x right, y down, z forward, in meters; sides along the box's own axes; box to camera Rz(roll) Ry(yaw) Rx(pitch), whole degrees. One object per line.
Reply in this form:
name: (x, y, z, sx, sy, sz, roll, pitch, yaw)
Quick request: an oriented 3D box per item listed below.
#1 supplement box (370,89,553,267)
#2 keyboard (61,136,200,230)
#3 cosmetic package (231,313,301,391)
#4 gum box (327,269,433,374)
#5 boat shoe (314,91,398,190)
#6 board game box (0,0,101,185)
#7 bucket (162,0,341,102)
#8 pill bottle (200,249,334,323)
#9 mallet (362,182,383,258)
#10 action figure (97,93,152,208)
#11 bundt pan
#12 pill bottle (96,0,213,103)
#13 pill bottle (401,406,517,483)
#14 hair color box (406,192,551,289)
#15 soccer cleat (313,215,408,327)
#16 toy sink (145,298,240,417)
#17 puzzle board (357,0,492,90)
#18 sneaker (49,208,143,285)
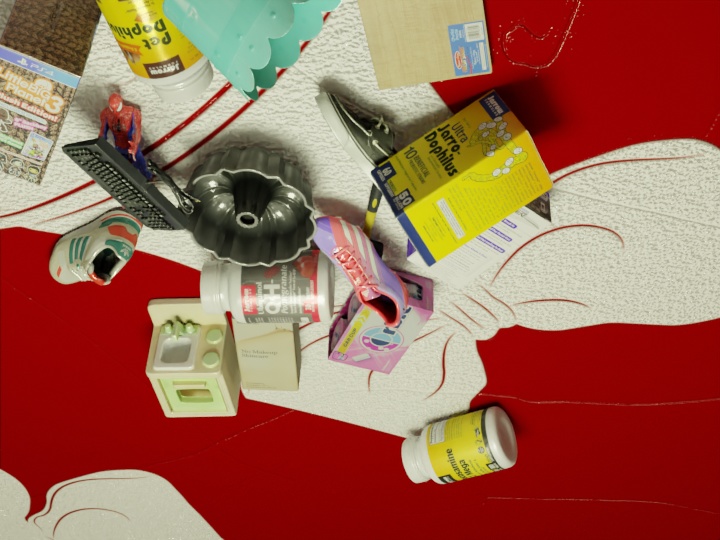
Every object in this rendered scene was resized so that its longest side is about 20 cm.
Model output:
supplement box: (0.132, -0.121, 1.394, 0.199, 0.109, 0.110, -33, 133, 5)
keyboard: (-0.296, -0.112, 1.421, 0.126, 0.021, 0.200, -6, 147, 30)
cosmetic package: (-0.154, 0.115, 1.769, 0.102, 0.074, 0.201, 1, 141, 3)
gum box: (0.033, 0.079, 1.717, 0.112, 0.067, 0.201, 15, 138, -15)
boat shoe: (0.014, -0.175, 1.427, 0.063, 0.071, 0.200, -36, 126, 10)
board game box: (-0.397, -0.238, 1.300, 0.096, 0.161, 0.200, 19, 137, -19)
bucket: (-0.109, -0.304, 1.159, 0.134, 0.208, 0.207, 40, 133, -3)
pill bottle: (-0.141, 0.025, 1.631, 0.197, 0.112, 0.111, -1, 140, 5)
mallet: (0.006, -0.085, 1.557, 0.065, 0.041, 0.202, 5, 135, 1)
action figure: (-0.323, -0.146, 1.456, 0.064, 0.100, 0.202, 1, 137, 2)
bundt pan: (-0.155, -0.099, 1.511, 0.199, 0.076, 0.203, 4, 140, 3)
pill bottle: (-0.242, -0.299, 1.256, 0.108, 0.110, 0.201, -7, 139, 12)
pill bottle: (0.181, 0.330, 1.969, 0.198, 0.114, 0.113, -20, 135, 25)
hair color box: (0.170, -0.064, 1.545, 0.109, 0.065, 0.199, 29, 135, -27)
soccer cleat: (0.000, 0.000, 1.557, 0.066, 0.077, 0.200, -29, 120, 29)
toy sink: (-0.283, 0.153, 1.790, 0.128, 0.113, 0.201, -1, 140, 5)
puzzle board: (0.076, -0.312, 1.296, 0.148, 0.018, 0.201, -7, 139, 10)
sneaker: (-0.413, -0.014, 1.616, 0.198, 0.094, 0.070, -27, 132, 30)
